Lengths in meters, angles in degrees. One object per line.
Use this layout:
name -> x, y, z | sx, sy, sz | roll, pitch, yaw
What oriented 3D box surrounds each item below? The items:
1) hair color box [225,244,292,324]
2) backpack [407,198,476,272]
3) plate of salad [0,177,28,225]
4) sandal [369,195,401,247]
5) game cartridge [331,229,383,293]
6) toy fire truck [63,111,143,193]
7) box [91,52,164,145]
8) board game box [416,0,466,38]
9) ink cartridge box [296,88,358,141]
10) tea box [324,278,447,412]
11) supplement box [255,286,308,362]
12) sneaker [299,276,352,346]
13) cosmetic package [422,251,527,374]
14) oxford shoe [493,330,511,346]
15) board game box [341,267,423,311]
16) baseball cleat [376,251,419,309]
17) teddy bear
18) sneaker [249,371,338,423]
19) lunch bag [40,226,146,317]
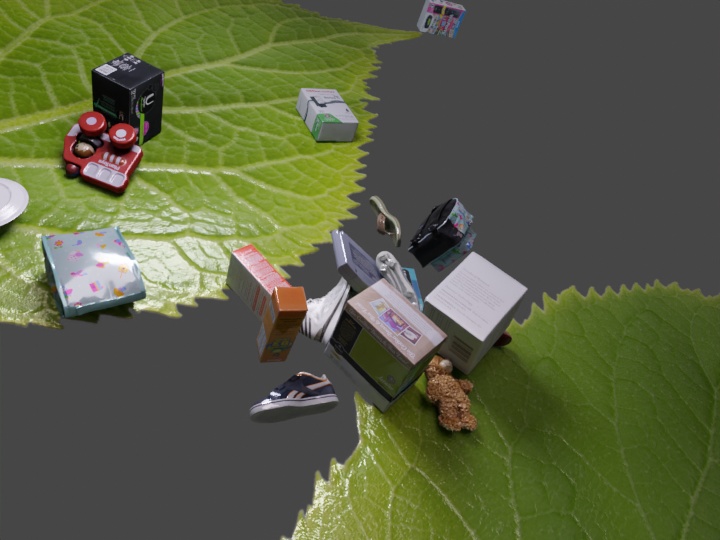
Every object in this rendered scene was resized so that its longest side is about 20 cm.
hair color box -> -0.226, 0.047, 1.324 | 0.064, 0.111, 0.200 | -27, 64, -39
backpack -> 0.242, -0.108, 1.636 | 0.150, 0.177, 0.200 | 42, 37, -14
plate of salad -> -0.856, -0.143, 1.275 | 0.199, 0.048, 0.201 | 6, 43, -5
sandal -> 0.066, -0.137, 1.665 | 0.057, 0.080, 0.201 | -20, 51, -16
game cartridge -> 0.000, 0.000, 1.379 | 0.200, 0.041, 0.134 | 42, 31, -45
toy fire truck -> -0.676, -0.301, 1.473 | 0.199, 0.112, 0.168 | 21, 62, -3
box -> -0.639, -0.462, 1.562 | 0.124, 0.200, 0.149 | 27, 44, 5
board game box -> 0.400, -1.251, 2.812 | 0.199, 0.148, 0.064 | 2, 47, -22
ink cartridge box -> -0.117, -0.535, 1.947 | 0.146, 0.083, 0.200 | -9, 52, -31
tea box -> 0.051, 0.166, 1.270 | 0.200, 0.197, 0.133 | 43, 46, 18
supplement box -> -0.171, 0.119, 1.215 | 0.066, 0.200, 0.069 | 0, 52, -24
sneaker -> -0.091, 0.071, 1.362 | 0.115, 0.076, 0.201 | 22, 63, 1
cosmetic package -> 0.264, 0.103, 1.370 | 0.166, 0.168, 0.200 | 36, 57, 21
oxford shoe -> 0.307, 0.140, 1.500 | 0.199, 0.071, 0.075 | 21, 41, -4
board game box -> 0.057, 0.054, 1.488 | 0.199, 0.047, 0.151 | 6, 47, -18
baseball cleat -> 0.104, 0.043, 1.435 | 0.106, 0.069, 0.201 | 11, 58, -75
teddy bear -> 0.208, 0.283, 1.321 | 0.144, 0.067, 0.201 | 15, 44, -16
sneaker -> -0.145, 0.262, 1.180 | 0.199, 0.078, 0.080 | 1, 52, -37
lunch bag -> -0.564, 0.013, 1.203 | 0.170, 0.122, 0.200 | -14, 50, -34
